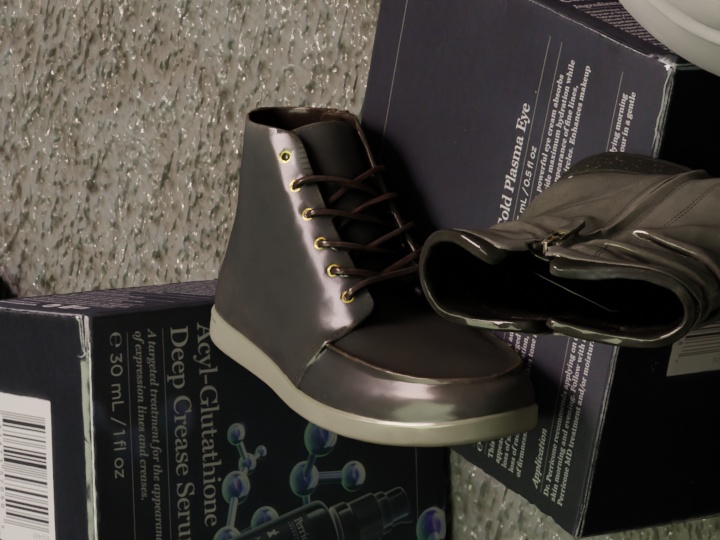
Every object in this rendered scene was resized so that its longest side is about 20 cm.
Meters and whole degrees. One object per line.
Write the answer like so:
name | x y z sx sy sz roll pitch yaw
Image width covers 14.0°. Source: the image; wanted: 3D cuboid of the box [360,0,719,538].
box | 0.088 -0.021 1.213 0.182 0.104 0.201 32 119 46

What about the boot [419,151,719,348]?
boot | 0.131 0.004 1.025 0.199 0.131 0.068 4 106 25

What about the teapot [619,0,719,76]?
teapot | 0.155 -0.142 1.024 0.200 0.146 0.198 -36 93 30

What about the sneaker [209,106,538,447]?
sneaker | 0.000 0.000 1.183 0.200 0.075 0.107 24 116 51

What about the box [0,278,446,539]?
box | -0.068 0.082 1.357 0.107 0.199 0.149 4 98 52
